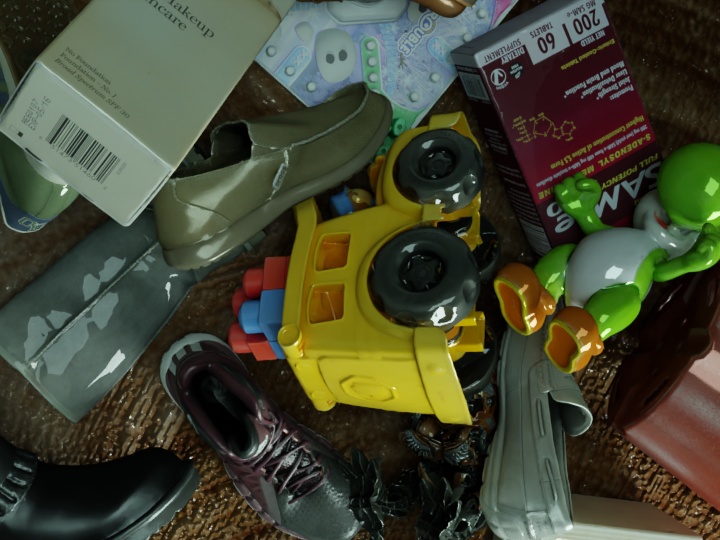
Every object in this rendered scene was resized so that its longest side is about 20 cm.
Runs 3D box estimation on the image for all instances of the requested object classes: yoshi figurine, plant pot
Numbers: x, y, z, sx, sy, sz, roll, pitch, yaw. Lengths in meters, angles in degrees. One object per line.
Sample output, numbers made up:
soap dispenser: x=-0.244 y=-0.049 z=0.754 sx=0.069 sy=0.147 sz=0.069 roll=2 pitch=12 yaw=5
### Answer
yoshi figurine: x=0.193 y=-0.025 z=0.840 sx=0.199 sy=0.112 sz=0.113 roll=-33 pitch=98 yaw=-19
plant pot: x=0.304 y=0.104 z=0.904 sx=0.194 sy=0.201 sz=0.202 roll=32 pitch=88 yaw=-3

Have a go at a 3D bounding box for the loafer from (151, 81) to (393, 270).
loafer: x=-0.059 y=-0.077 z=0.822 sx=0.200 sy=0.076 sz=0.068 roll=-40 pitch=117 yaw=-26

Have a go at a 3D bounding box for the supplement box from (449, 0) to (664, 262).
supplement box: x=0.157 y=-0.094 z=0.905 sx=0.108 sy=0.061 sz=0.201 roll=-28 pitch=108 yaw=-7

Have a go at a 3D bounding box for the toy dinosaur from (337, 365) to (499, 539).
toy dinosaur: x=0.069 y=0.164 z=0.901 sx=0.135 sy=0.102 sz=0.202 roll=-6 pitch=82 yaw=-52

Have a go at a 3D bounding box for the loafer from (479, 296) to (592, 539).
loafer: x=0.135 y=0.101 z=0.886 sx=0.069 sy=0.070 sz=0.201 roll=-4 pitch=57 yaw=24

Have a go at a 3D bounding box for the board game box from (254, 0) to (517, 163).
board game box: x=0.005 y=-0.216 z=0.896 sx=0.200 sy=0.026 sz=0.200 roll=40 pitch=86 yaw=-11

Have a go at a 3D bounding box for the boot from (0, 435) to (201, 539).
boot: x=-0.232 y=0.135 z=0.838 sx=0.210 sy=0.079 sz=0.159 roll=-25 pitch=106 yaw=-3

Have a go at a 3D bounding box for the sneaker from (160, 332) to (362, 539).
sneaker: x=-0.067 y=0.134 z=0.864 sx=0.076 sy=0.115 sz=0.200 roll=-45 pitch=101 yaw=-4

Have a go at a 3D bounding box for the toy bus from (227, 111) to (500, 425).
toy bus: x=0.000 y=0.000 z=0.859 sx=0.190 sy=0.136 sz=0.202 roll=-2 pitch=59 yaw=15

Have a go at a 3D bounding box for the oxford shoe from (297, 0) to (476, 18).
oxford shoe: x=-0.014 y=-0.215 z=0.854 sx=0.198 sy=0.071 sz=0.072 roll=21 pitch=112 yaw=-8

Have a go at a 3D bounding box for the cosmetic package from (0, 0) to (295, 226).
cosmetic package: x=-0.131 y=-0.135 z=0.778 sx=0.103 sy=0.073 sz=0.201 roll=38 pitch=46 yaw=-13

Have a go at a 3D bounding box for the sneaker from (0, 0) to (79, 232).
sneaker: x=-0.229 y=-0.115 z=0.818 sx=0.067 sy=0.090 sz=0.201 roll=7 pitch=50 yaw=-37

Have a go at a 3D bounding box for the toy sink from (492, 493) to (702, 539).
toy sink: x=0.166 y=0.280 z=0.923 sx=0.129 sy=0.112 sz=0.202 roll=9 pitch=93 yaw=-11

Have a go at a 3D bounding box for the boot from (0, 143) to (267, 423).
boot: x=-0.188 y=-0.019 z=0.861 sx=0.200 sy=0.073 sz=0.182 roll=-38 pitch=98 yaw=1
